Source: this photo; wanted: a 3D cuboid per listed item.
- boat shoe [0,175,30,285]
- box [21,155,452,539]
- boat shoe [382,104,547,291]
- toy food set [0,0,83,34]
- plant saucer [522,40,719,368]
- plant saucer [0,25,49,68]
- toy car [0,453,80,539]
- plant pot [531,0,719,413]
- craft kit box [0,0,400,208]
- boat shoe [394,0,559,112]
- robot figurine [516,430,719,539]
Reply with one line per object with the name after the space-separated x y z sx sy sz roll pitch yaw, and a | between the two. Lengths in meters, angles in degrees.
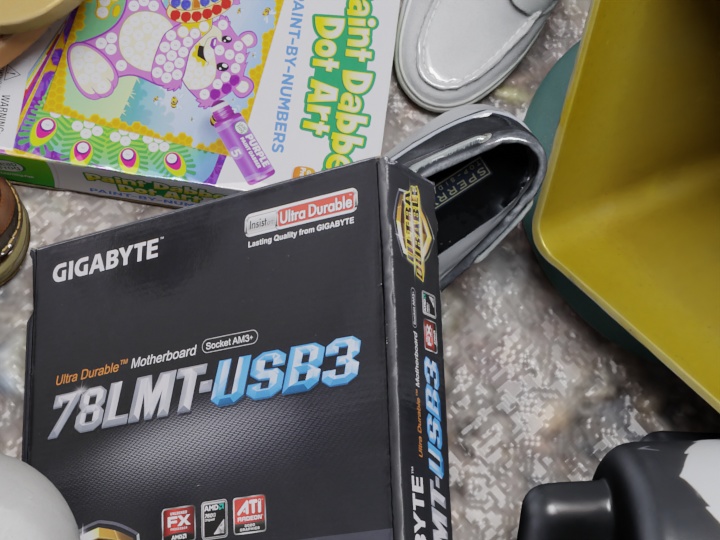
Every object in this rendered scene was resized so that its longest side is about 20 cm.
-0.253 -0.027 0.778 0.199 0.068 0.072 -1 72 -7 | boat shoe
-0.057 0.070 0.723 0.199 0.050 0.200 -11 71 30 | box
0.000 0.000 0.772 0.199 0.068 0.072 -34 106 1 | boat shoe
-0.190 -0.207 0.786 0.199 0.049 0.199 8 72 18 | toy food set
0.178 -0.048 0.852 0.199 0.036 0.201 2 71 -6 | plant saucer
-0.213 -0.168 0.821 0.199 0.032 0.201 -5 69 12 | plant saucer
-0.210 0.136 0.653 0.199 0.175 0.151 16 75 -22 | toy car
0.218 -0.057 0.726 0.176 0.201 0.200 -22 50 -33 | plant pot
-0.079 -0.127 0.845 0.196 0.049 0.201 9 71 -6 | craft kit box
0.085 -0.163 0.827 0.072 0.069 0.200 41 98 -2 | boat shoe
0.169 0.133 0.744 0.199 0.125 0.151 0 72 -6 | robot figurine
